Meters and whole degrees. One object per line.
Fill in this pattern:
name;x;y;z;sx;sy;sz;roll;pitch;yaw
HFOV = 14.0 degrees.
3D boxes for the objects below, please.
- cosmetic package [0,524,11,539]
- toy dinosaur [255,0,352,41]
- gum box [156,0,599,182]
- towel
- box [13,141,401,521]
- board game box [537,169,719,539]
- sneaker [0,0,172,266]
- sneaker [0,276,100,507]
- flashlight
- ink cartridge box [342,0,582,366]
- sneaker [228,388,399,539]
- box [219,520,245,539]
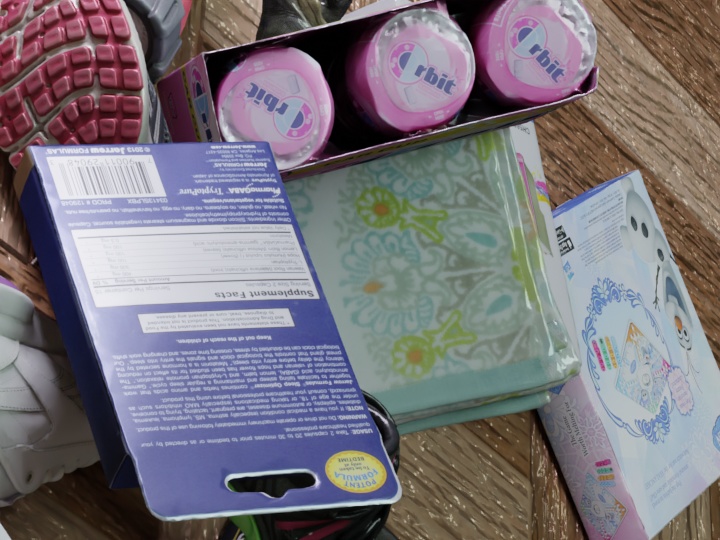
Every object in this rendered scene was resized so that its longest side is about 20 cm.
cosmetic package;-0.205;0.088;1.159;0.201;0.082;0.051;59;30;-17
toy dinosaur;-0.020;-0.126;1.539;0.048;0.088;0.201;-88;176;-67
gum box;0.012;-0.090;1.431;0.113;0.199;0.067;166;-90;-75
towel;0.000;0.000;1.491;0.048;0.199;0.172;120;-42;-68
box;-0.068;0.029;1.263;0.121;0.032;0.201;-2;51;-27
board game box;0.162;0.054;1.842;0.200;0.043;0.200;-27;95;-61
sneaker;-0.124;-0.048;1.401;0.075;0.080;0.201;-15;91;-79
sneaker;-0.150;0.065;1.301;0.200;0.075;0.100;28;67;-50
flashlight;-0.104;-0.165;1.518;0.200;0.067;0.068;-69;167;-56
ink cartridge box;0.042;-0.035;1.654;0.144;0.084;0.201;17;58;-55
sneaker;-0.015;0.104;1.361;0.200;0.083;0.077;57;30;-42
box;-0.008;0.215;1.445;0.200;0.049;0.161;57;29;-20
